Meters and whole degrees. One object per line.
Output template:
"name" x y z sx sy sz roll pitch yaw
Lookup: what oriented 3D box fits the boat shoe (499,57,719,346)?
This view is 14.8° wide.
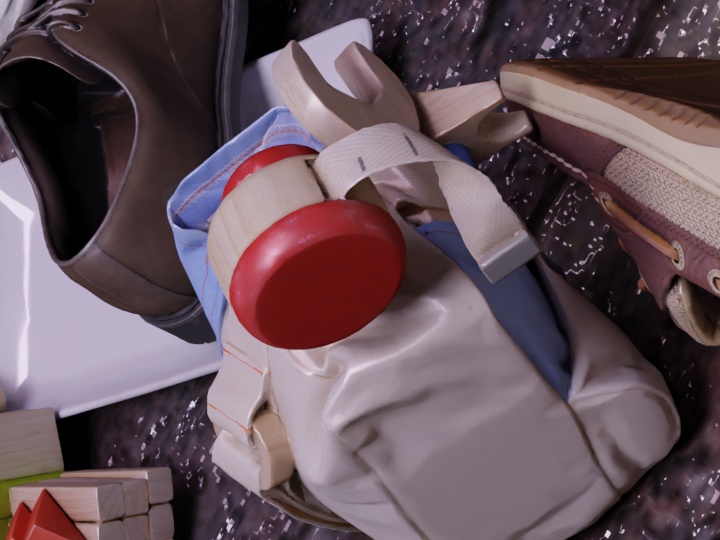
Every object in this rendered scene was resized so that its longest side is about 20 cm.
"boat shoe" 0.097 -0.014 0.766 0.200 0.072 0.072 29 118 57

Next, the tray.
"tray" -0.063 -0.008 0.959 0.199 0.022 0.108 -18 65 39

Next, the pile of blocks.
"pile of blocks" -0.147 0.077 0.960 0.200 0.062 0.083 29 113 38

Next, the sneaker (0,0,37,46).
"sneaker" -0.193 -0.137 1.098 0.200 0.077 0.080 40 113 44

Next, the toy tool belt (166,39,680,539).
"toy tool belt" 0.000 0.000 0.773 0.125 0.200 0.123 -35 52 7

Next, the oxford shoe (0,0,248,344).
"oxford shoe" -0.084 -0.077 0.930 0.073 0.084 0.201 -37 51 31
